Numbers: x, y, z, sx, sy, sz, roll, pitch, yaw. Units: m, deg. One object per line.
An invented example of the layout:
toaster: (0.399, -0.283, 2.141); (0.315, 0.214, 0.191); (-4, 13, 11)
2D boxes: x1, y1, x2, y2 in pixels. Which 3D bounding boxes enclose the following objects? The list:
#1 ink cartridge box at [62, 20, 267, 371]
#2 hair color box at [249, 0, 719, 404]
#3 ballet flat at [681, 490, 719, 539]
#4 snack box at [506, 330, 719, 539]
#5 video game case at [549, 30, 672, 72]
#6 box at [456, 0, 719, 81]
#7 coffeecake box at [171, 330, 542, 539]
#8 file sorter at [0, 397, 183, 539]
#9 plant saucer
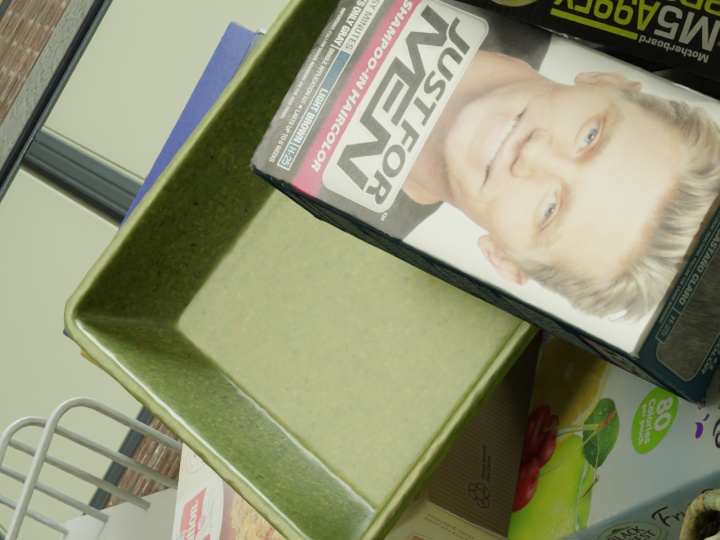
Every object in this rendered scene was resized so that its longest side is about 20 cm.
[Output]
ink cartridge box: (-0.062, -0.020, 1.437); (0.200, 0.047, 0.198); (29, 90, 39)
hair color box: (0.063, -0.038, 1.058); (0.199, 0.060, 0.100); (26, 85, 36)
ballet flat: (0.119, 0.164, 0.939); (0.071, 0.071, 0.201); (-27, 41, 50)
snack box: (0.143, 0.033, 1.064); (0.200, 0.053, 0.143); (-30, 39, 47)
video game case: (0.121, -0.143, 1.222); (0.200, 0.142, 0.019); (-105, 6, -56)
box: (0.122, -0.143, 1.109); (0.200, 0.159, 0.044); (-75, 3, -60)
coffeecake box: (-0.002, 0.100, 1.244); (0.200, 0.073, 0.154); (-40, 34, 38)
file sorter: (-0.166, 0.158, 1.434); (0.200, 0.124, 0.139); (-21, 46, 53)
plant saucer: (0.000, 0.000, 1.149); (0.200, 0.048, 0.200); (39, 93, 37)
